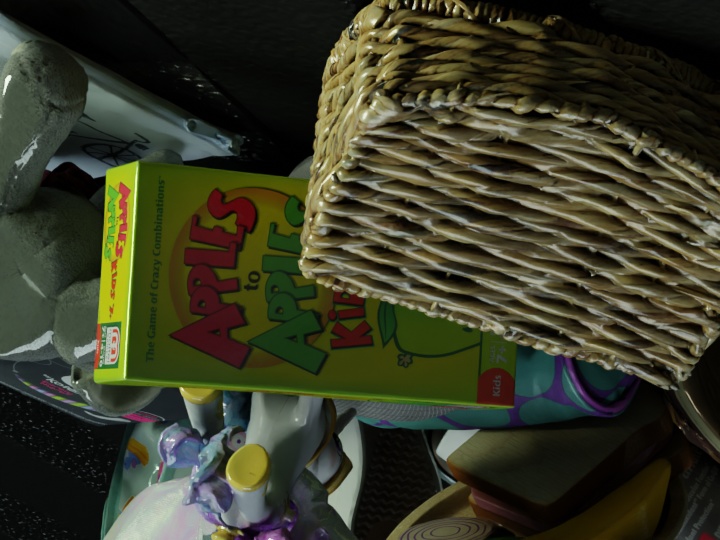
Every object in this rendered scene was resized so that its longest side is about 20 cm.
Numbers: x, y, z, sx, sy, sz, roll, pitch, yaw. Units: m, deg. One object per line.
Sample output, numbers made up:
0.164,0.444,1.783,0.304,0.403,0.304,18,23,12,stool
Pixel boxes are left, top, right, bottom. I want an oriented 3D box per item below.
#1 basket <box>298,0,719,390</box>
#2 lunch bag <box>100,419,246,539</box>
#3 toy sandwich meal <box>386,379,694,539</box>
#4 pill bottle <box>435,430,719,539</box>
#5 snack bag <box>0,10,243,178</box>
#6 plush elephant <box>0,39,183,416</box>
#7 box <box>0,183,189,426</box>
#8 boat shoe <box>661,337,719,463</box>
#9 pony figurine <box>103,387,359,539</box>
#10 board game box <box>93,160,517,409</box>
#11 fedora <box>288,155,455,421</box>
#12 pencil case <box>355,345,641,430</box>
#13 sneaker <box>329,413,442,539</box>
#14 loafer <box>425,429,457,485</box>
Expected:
0.084,-0.064,1.252,0.200,0.149,0.143,17,130,-7,basket
-0.069,0.137,1.771,0.170,0.200,0.122,21,162,-23,lunch bag
0.095,0.129,1.538,0.205,0.205,0.070,0,119,39,toy sandwich meal
0.150,0.133,1.680,0.200,0.111,0.111,33,164,5,pill bottle
-0.190,-0.093,1.447,0.200,0.021,0.188,-6,154,45,snack bag
-0.148,-0.010,1.413,0.165,0.200,0.155,46,-157,1,plush elephant
-0.131,0.020,1.612,0.122,0.106,0.200,26,159,-33,box
0.207,0.080,1.597,0.072,0.072,0.200,2,165,31,boat shoe
-0.051,0.115,1.417,0.166,0.193,0.200,19,154,15,pony figurine
-0.023,0.010,1.309,0.200,0.102,0.048,5,175,-23,board game box
0.000,0.000,1.470,0.176,0.090,0.200,12,156,3,fedora
0.069,0.042,1.558,0.200,0.093,0.085,-6,-170,46,pencil case
0.000,0.113,1.709,0.073,0.200,0.085,-12,-164,-31,sneaker
0.141,0.120,1.802,0.200,0.072,0.063,14,145,-23,loafer
